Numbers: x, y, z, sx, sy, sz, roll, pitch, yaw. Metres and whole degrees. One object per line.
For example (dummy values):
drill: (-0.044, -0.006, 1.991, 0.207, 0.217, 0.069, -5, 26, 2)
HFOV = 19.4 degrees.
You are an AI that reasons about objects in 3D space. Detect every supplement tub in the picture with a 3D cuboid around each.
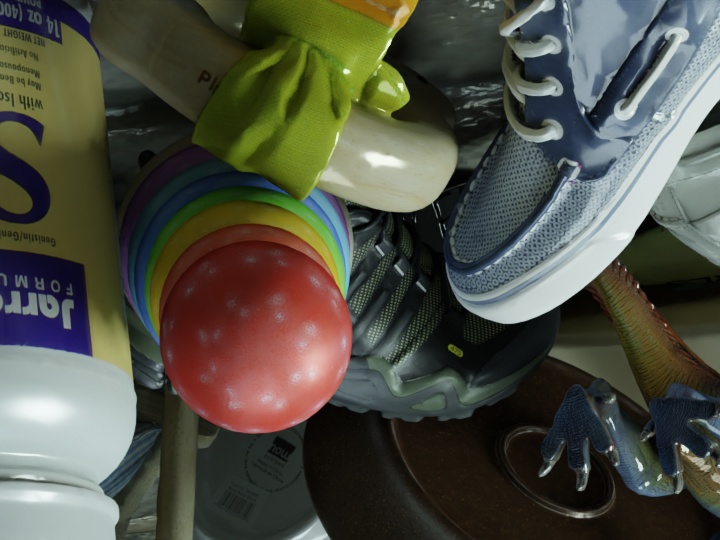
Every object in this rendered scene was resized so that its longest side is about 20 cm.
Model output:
supplement tub: (-0.149, 0.004, 0.683, 0.145, 0.200, 0.145, -8, 163, -2)

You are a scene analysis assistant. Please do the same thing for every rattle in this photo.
rattle: (0.005, -0.099, 0.712, 0.130, 0.143, 0.200, 19, -168, 25)

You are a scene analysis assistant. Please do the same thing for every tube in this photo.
tube: (0.197, -0.016, 1.032, 0.200, 0.052, 0.058, -11, 141, 16)

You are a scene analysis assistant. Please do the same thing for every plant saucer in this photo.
plant saucer: (0.075, 0.092, 0.868, 0.200, 0.200, 0.034, 4, 129, -33)

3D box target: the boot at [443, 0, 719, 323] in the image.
boot: (0.067, -0.072, 0.674, 0.090, 0.073, 0.200, 21, 118, -32)

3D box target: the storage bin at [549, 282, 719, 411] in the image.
storage bin: (0.163, 0.057, 1.045, 0.200, 0.094, 0.199, -7, -175, 34)

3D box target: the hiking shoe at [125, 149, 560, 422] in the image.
hiking shoe: (0.000, 0.000, 0.826, 0.200, 0.076, 0.101, 0, 121, -29)

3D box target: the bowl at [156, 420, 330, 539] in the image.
bowl: (-0.023, 0.096, 0.956, 0.201, 0.201, 0.094, -15, 151, 22)

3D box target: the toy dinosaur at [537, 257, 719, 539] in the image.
toy dinosaur: (0.164, 0.073, 0.806, 0.105, 0.200, 0.181, -21, 156, 40)

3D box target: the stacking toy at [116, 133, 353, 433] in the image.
stacking toy: (-0.039, 0.007, 0.663, 0.085, 0.085, 0.200, -7, -170, -3)

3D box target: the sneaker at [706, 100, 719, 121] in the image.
sneaker: (0.129, -0.057, 0.825, 0.121, 0.084, 0.200, 4, 160, -6)

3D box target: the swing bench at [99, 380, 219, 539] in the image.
swing bench: (-0.129, 0.142, 0.895, 0.130, 0.200, 0.199, -6, 156, -27)

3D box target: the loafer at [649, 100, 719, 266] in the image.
loafer: (0.170, -0.084, 0.696, 0.070, 0.070, 0.200, 37, 107, -26)

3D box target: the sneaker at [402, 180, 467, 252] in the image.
sneaker: (0.006, -0.012, 0.961, 0.088, 0.076, 0.200, 16, -169, 43)

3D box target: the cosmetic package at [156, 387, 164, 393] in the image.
cosmetic package: (-0.169, 0.034, 0.987, 0.102, 0.074, 0.200, -18, 159, 28)
